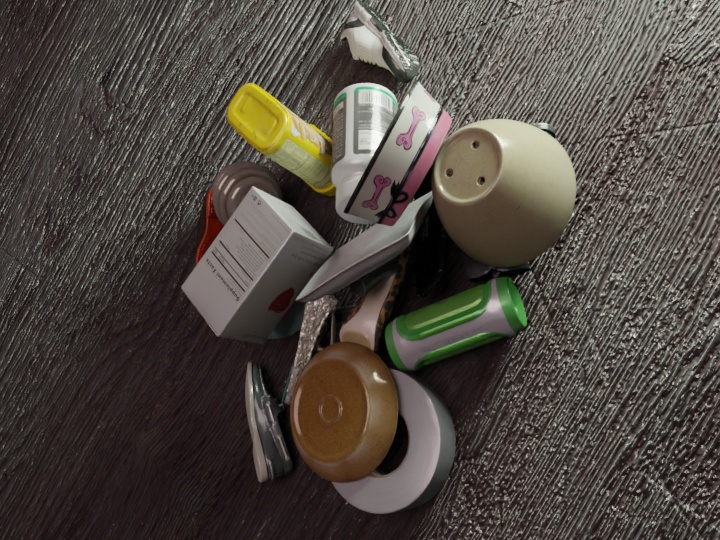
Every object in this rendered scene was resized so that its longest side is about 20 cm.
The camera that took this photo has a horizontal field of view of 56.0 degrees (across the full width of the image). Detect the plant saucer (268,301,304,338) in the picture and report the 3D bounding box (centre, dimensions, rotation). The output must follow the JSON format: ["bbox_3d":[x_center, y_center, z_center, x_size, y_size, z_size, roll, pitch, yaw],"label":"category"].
[{"bbox_3d":[-0.151,0.015,1.193,0.196,0.038,0.207,-8,73,28],"label":"plant saucer"}]

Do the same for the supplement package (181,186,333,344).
[{"bbox_3d":[-0.162,-0.003,1.070,0.120,0.121,0.201,43,102,28],"label":"supplement package"}]

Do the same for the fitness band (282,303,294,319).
[{"bbox_3d":[-0.192,0.026,1.170,0.196,0.037,0.148,-7,73,29],"label":"fitness band"}]

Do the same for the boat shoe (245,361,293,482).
[{"bbox_3d":[-0.156,0.248,1.133,0.060,0.073,0.204,-5,59,-16],"label":"boat shoe"}]

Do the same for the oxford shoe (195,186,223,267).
[{"bbox_3d":[-0.278,-0.058,1.283,0.072,0.070,0.206,-2,77,59],"label":"oxford shoe"}]

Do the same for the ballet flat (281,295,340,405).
[{"bbox_3d":[-0.077,0.130,1.094,0.071,0.071,0.205,19,101,32],"label":"ballet flat"}]

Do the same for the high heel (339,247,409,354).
[{"bbox_3d":[0.033,0.059,1.059,0.070,0.142,0.204,25,131,25],"label":"high heel"}]

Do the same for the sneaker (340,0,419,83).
[{"bbox_3d":[0.033,-0.383,1.184,0.080,0.073,0.202,-50,53,26],"label":"sneaker"}]

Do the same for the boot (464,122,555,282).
[{"bbox_3d":[0.219,-0.095,0.990,0.162,0.065,0.205,-16,66,34],"label":"boot"}]

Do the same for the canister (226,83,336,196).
[{"bbox_3d":[-0.117,-0.217,1.140,0.148,0.199,0.087,43,99,31],"label":"canister"}]

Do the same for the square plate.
[{"bbox_3d":[0.015,-0.031,0.981,0.196,0.200,0.029,-30,102,25],"label":"square plate"}]

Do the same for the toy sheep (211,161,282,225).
[{"bbox_3d":[-0.198,-0.126,1.191,0.199,0.136,0.140,32,94,53],"label":"toy sheep"}]

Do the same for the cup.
[{"bbox_3d":[0.171,-0.118,0.907,0.196,0.142,0.206,-8,76,33],"label":"cup"}]

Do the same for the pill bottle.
[{"bbox_3d":[0.008,-0.188,1.097,0.111,0.113,0.205,-11,63,27],"label":"pill bottle"}]

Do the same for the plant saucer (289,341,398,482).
[{"bbox_3d":[-0.036,0.205,0.996,0.196,0.035,0.206,-10,73,32],"label":"plant saucer"}]

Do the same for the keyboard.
[{"bbox_3d":[0.110,-0.055,1.041,0.104,0.039,0.204,129,150,-52],"label":"keyboard"}]

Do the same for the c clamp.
[{"bbox_3d":[0.000,0.000,1.117,0.196,0.027,0.175,-21,74,19],"label":"c clamp"}]

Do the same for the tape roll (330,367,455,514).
[{"bbox_3d":[0.040,0.250,1.003,0.196,0.066,0.206,-9,72,28],"label":"tape roll"}]

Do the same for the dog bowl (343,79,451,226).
[{"bbox_3d":[0.055,-0.151,0.928,0.073,0.200,0.203,29,93,-4],"label":"dog bowl"}]

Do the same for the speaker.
[{"bbox_3d":[0.135,0.080,0.981,0.196,0.088,0.091,-23,66,23],"label":"speaker"}]
